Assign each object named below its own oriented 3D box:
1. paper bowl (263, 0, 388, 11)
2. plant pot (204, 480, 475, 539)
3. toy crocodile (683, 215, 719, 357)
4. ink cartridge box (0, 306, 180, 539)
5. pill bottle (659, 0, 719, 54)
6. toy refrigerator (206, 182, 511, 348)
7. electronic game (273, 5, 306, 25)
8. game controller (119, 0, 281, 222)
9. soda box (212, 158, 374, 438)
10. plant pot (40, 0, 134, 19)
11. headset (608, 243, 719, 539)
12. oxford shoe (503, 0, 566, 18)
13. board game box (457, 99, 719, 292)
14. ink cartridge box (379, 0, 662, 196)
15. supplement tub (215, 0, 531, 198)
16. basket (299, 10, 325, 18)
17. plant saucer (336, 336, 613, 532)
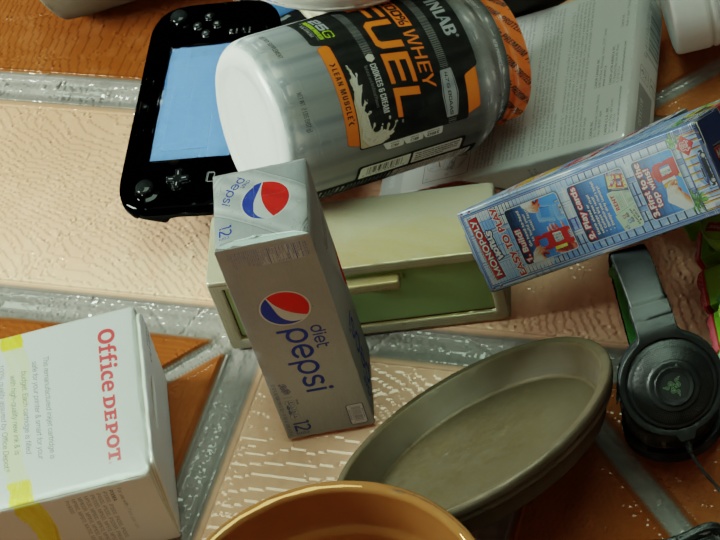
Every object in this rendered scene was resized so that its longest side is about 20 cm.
[{"bbox_3d":[-0.024,-0.284,1.578,0.200,0.104,0.201,-1,54,2],"label":"paper bowl"},{"bbox_3d":[-0.006,0.243,1.333,0.200,0.140,0.200,-8,49,10],"label":"plant pot"},{"bbox_3d":[0.249,0.018,1.501,0.062,0.068,0.200,-23,44,21],"label":"toy crocodile"},{"bbox_3d":[-0.228,0.123,1.531,0.200,0.083,0.145,-14,49,4],"label":"ink cartridge box"},{"bbox_3d":[0.316,-0.223,1.649,0.200,0.120,0.120,-14,49,4],"label":"pill bottle"},{"bbox_3d":[0.000,0.000,1.578,0.199,0.076,0.070,-6,50,10],"label":"toy refrigerator"},{"bbox_3d":[-0.032,-0.150,1.727,0.200,0.042,0.200,-11,47,12],"label":"electronic game"},{"bbox_3d":[-0.116,-0.120,1.691,0.104,0.042,0.200,-10,52,22],"label":"game controller"},{"bbox_3d":[-0.042,0.021,1.488,0.063,0.200,0.068,-11,47,7],"label":"soda box"},{"bbox_3d":[-0.193,-0.292,1.820,0.173,0.200,0.200,-31,48,11],"label":"plant pot"},{"bbox_3d":[0.181,0.084,1.435,0.094,0.124,0.200,-17,69,2],"label":"headset"},{"bbox_3d":[0.083,-0.227,1.681,0.071,0.200,0.071,-25,69,40],"label":"oxford shoe"},{"bbox_3d":[0.176,-0.056,1.497,0.200,0.062,0.200,-21,4,30],"label":"board game box"},{"bbox_3d":[0.119,-0.119,1.677,0.200,0.050,0.161,-15,45,29],"label":"ink cartridge box"},{"bbox_3d":[0.010,-0.126,1.590,0.200,0.123,0.123,-19,46,-22],"label":"supplement tub"},{"bbox_3d":[0.019,-0.280,1.736,0.200,0.124,0.136,-22,38,-17],"label":"basket"},{"bbox_3d":[0.074,0.110,1.440,0.200,0.030,0.200,-28,19,10],"label":"plant saucer"}]
